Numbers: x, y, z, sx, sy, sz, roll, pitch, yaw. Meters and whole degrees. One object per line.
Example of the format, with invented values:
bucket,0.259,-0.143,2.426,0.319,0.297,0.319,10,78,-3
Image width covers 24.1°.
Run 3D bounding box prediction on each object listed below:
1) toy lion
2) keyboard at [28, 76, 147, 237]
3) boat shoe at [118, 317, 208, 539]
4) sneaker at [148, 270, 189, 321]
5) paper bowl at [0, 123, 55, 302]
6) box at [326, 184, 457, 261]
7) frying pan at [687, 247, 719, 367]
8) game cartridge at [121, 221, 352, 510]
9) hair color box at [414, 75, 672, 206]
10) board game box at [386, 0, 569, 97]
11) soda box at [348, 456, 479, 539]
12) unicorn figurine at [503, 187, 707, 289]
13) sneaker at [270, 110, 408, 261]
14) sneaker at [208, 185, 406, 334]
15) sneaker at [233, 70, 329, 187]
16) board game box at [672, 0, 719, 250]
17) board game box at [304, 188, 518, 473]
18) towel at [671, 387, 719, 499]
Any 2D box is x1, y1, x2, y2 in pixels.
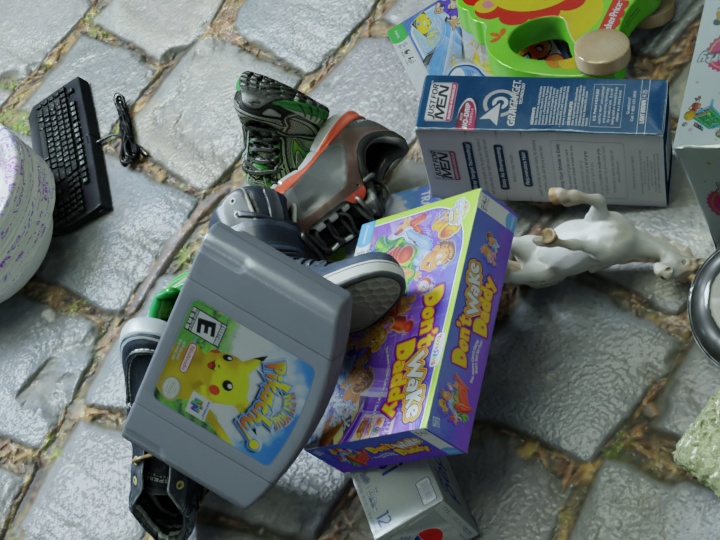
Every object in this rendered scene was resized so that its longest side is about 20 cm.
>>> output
toy lion,0.167,-0.227,1.477,0.191,0.069,0.200,9,49,24
keyboard,-0.284,-0.130,1.741,0.127,0.021,0.200,-28,49,11
boat shoe,-0.155,0.132,1.347,0.071,0.201,0.091,2,47,14
sneaker,-0.143,0.031,1.460,0.200,0.083,0.074,26,99,69
paper bowl,-0.387,-0.041,1.672,0.200,0.104,0.201,-18,52,24
box,0.000,0.000,1.458,0.199,0.048,0.122,-14,51,21
frying pan,0.336,0.028,1.247,0.189,0.031,0.115,4,75,20
game cartridge,-0.088,0.078,1.249,0.133,0.200,0.040,28,27,5
hair color box,0.152,-0.107,1.380,0.199,0.100,0.061,3,57,14
board game box,0.117,-0.183,1.533,0.135,0.034,0.200,-31,47,7
soda box,0.023,0.134,1.332,0.063,0.068,0.200,-32,46,10
unicorn figurine,0.174,-0.016,1.328,0.200,0.137,0.074,0,78,47
sneaker,-0.025,-0.052,1.431,0.082,0.077,0.200,16,66,32
sneaker,-0.049,-0.013,1.311,0.202,0.077,0.147,-27,56,40
sneaker,-0.071,-0.114,1.497,0.078,0.200,0.085,25,82,17
board game box,0.305,-0.133,1.310,0.064,0.148,0.200,1,58,28
board game box,0.039,0.046,1.278,0.134,0.045,0.200,-16,50,45
towel,0.329,0.098,1.179,0.200,0.036,0.148,-46,59,-3
